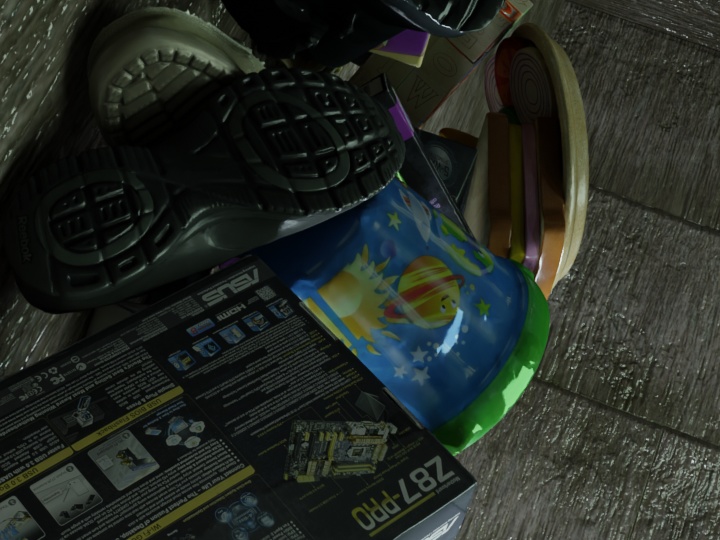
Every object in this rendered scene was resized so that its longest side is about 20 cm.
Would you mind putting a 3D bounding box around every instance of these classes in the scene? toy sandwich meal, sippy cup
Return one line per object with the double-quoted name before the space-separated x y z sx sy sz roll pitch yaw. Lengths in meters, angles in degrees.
"toy sandwich meal" 0.097 -0.066 1.005 0.205 0.070 0.206 177 -90 -81
"sippy cup" 0.009 0.015 0.784 0.140 0.130 0.178 -49 -151 -7

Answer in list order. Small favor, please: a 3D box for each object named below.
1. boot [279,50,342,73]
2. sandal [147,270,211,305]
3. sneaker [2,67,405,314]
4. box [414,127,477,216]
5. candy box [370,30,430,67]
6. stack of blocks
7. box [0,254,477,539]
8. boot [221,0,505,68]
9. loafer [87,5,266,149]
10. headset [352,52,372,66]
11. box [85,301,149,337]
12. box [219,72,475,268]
"boot" -0.012 -0.182 0.986 0.200 0.072 0.155 97 17 -61
"sandal" -0.106 0.023 0.940 0.076 0.043 0.201 68 42 -79
"sneaker" -0.074 -0.035 0.696 0.199 0.076 0.091 -19 169 -22
"box" -0.014 -0.033 1.012 0.200 0.160 0.044 100 13 -56
"candy box" 0.007 -0.225 0.815 0.056 0.116 0.201 -75 -178 -68
"stack of blocks" 0.032 -0.133 1.063 0.200 0.059 0.115 -47 -179 31
"box" -0.075 0.092 0.630 0.200 0.161 0.049 -29 148 -34
"boot" -0.043 -0.169 0.708 0.168 0.200 0.077 2 -118 61
"loafer" -0.083 -0.085 0.745 0.076 0.068 0.200 -34 160 8
"headset" 0.007 -0.195 1.168 0.124 0.094 0.201 -51 144 -68
"box" -0.106 0.129 0.848 0.128 0.109 0.201 15 95 -62
"box" 0.000 0.000 0.907 0.200 0.143 0.036 58 10 -25
